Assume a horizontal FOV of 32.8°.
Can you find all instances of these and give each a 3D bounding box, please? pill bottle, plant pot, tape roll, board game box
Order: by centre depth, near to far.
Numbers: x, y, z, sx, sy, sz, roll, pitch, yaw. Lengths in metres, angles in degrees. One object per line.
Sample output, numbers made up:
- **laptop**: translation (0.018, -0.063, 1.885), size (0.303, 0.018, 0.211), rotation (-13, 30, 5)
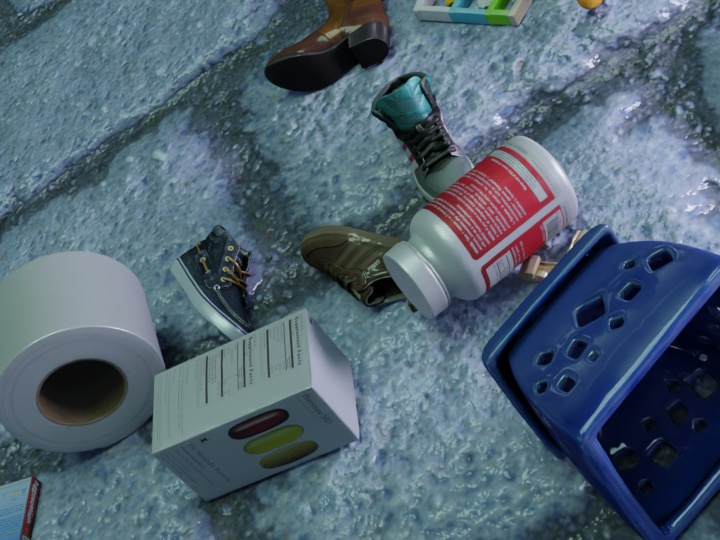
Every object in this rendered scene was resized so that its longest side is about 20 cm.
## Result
- **plant pot**: translation (0.236, 0.089, 1.088), size (0.200, 0.200, 0.179), rotation (-47, 38, -7)
- **pill bottle**: translation (0.126, -0.043, 1.307), size (0.199, 0.113, 0.112), rotation (-38, 43, -10)
- **tape roll**: translation (-0.342, 0.098, 1.467), size (0.201, 0.203, 0.140), rotation (-34, 43, 6)
- **board game box**: translation (-0.486, 0.326, 1.513), size (0.198, 0.019, 0.104), rotation (-19, 46, 21)

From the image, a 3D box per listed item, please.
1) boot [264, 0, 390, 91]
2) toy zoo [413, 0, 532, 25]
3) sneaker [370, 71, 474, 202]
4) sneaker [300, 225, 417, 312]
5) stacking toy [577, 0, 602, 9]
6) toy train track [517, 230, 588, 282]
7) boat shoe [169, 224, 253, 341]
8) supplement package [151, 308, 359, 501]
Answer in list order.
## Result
- **boot**: translation (-0.048, -0.356, 1.729), size (0.186, 0.069, 0.202), rotation (-21, 46, 19)
- **toy zoo**: translation (0.156, -0.389, 1.650), size (0.198, 0.020, 0.132), rotation (14, 65, 40)
- **sneaker**: translation (0.073, -0.167, 1.454), size (0.083, 0.121, 0.201), rotation (-33, 44, 7)
- **sneaker**: translation (0.000, 0.000, 1.407), size (0.198, 0.071, 0.076), rotation (6, 60, 38)
- **stacking toy**: translation (0.294, -0.411, 1.529), size (0.114, 0.110, 0.203), rotation (-1, 66, 20)
- **toy train track**: translation (0.250, 0.001, 1.262), size (0.198, 0.033, 0.116), rotation (5, 59, 36)
- **boat shoe**: translation (-0.165, 0.014, 1.506), size (0.091, 0.071, 0.200), rotation (-45, 41, 0)
- **supplement package**: translation (-0.115, 0.148, 1.334), size (0.198, 0.114, 0.111), rotation (-24, 44, 17)
